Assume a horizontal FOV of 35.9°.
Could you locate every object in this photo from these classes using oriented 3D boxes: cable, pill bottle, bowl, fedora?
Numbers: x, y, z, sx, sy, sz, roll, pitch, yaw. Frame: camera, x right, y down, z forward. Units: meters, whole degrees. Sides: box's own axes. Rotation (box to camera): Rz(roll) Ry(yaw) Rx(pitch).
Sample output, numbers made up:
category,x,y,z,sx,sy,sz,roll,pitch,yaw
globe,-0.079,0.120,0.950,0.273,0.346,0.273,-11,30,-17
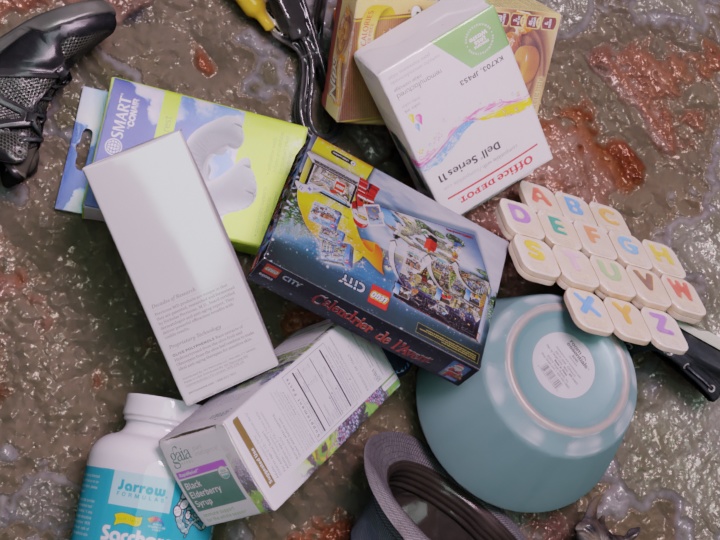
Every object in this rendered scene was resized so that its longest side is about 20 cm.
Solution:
category,x,y,z,sx,sy,sz,roll,pitch,yaw
cable,-0.056,-0.214,1.038,0.097,0.050,0.200,-27,100,-31
pill bottle,-0.172,0.203,0.886,0.110,0.111,0.201,11,78,-12
bowl,0.158,0.101,0.967,0.200,0.105,0.201,7,66,-15
fedora,0.060,0.237,0.933,0.200,0.177,0.090,40,106,12

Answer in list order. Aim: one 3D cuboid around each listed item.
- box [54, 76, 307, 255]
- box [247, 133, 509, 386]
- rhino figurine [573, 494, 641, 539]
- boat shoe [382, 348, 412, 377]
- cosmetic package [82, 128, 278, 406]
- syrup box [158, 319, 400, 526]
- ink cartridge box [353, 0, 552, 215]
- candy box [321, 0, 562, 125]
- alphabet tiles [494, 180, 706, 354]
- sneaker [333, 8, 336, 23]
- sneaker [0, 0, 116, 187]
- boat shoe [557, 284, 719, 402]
category,x,y,z,sx,sy,sz,roll,pitch,yaw
box,-0.155,-0.090,0.976,0.199,0.048,0.122,13,77,-12
box,0.020,-0.009,0.922,0.200,0.038,0.137,28,54,-13
rhino figurine,0.222,0.301,0.990,0.087,0.060,0.201,1,78,-33
boat shoe,0.000,0.000,0.986,0.084,0.069,0.201,-19,85,-16
cosmetic package,-0.143,-0.007,0.895,0.085,0.108,0.200,-24,98,-6
syrup box,-0.060,0.113,0.891,0.200,0.079,0.082,-40,104,-51
ink cartridge box,0.090,-0.126,0.972,0.117,0.067,0.200,-32,124,-4
candy box,0.072,-0.190,1.005,0.199,0.055,0.116,0,116,-22
alphabet tiles,0.216,-0.008,0.999,0.199,0.015,0.196,14,38,-22
sneaker,0.076,-0.258,1.046,0.200,0.078,0.076,-23,87,-16
sneaker,-0.277,-0.144,0.943,0.199,0.076,0.114,-35,92,-14
boat shoe,0.263,0.061,1.040,0.199,0.075,0.066,27,94,-9
